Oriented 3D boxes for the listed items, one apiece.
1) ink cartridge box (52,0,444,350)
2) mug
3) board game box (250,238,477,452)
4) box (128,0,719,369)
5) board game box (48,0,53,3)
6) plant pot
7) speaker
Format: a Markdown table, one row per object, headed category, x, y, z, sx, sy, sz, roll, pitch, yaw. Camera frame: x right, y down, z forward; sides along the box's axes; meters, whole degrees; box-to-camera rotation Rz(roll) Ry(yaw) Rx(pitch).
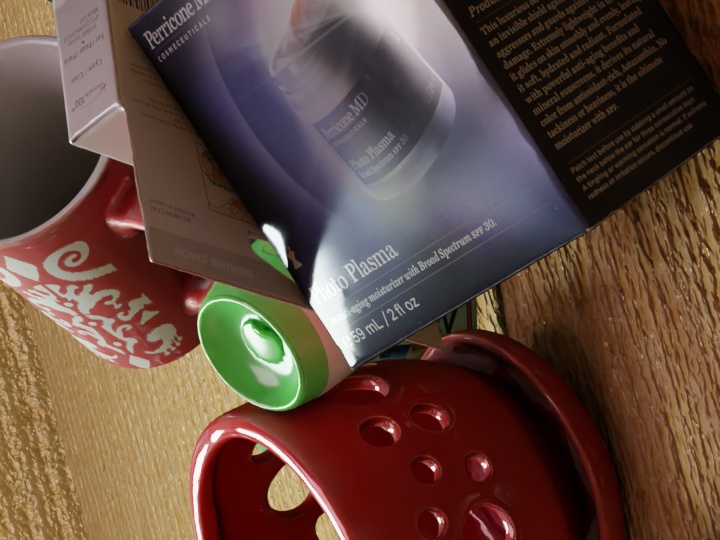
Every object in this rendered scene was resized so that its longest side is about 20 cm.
| category | x | y | z | sx | sy | sz | roll | pitch | yaw |
| --- | --- | --- | --- | --- | --- | --- | --- | --- | --- |
| ink cartridge box | -0.055 | -0.049 | 1.377 | 0.045 | 0.199 | 0.177 | -32 | 55 | 35 |
| mug | -0.151 | -0.016 | 1.636 | 0.178 | 0.133 | 0.200 | 51 | 180 | 33 |
| board game box | 0.000 | 0.000 | 1.622 | 0.029 | 0.134 | 0.201 | -144 | 48 | -65 |
| box | 0.027 | -0.090 | 1.281 | 0.199 | 0.123 | 0.200 | 57 | 141 | 0 |
| board game box | -0.122 | -0.238 | 1.768 | 0.023 | 0.104 | 0.201 | -9 | 59 | 56 |
| plant pot | 0.030 | 0.141 | 1.542 | 0.200 | 0.182 | 0.201 | 36 | 137 | 42 |
| speaker | 0.002 | -0.010 | 1.506 | 0.088 | 0.200 | 0.089 | 27 | 138 | 26 |
